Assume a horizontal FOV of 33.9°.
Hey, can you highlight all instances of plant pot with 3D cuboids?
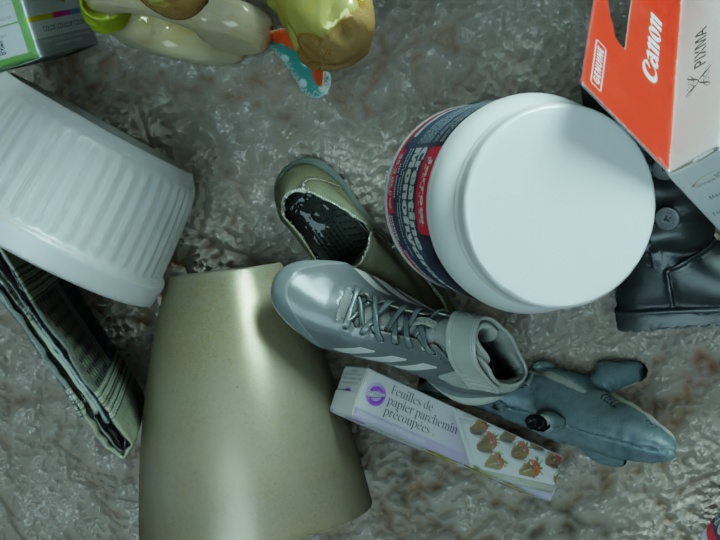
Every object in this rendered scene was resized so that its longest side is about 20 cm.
[{"bbox_3d":[-0.094,0.099,0.938,0.186,0.187,0.201,-7,91,12],"label":"plant pot"}]

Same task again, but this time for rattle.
[{"bbox_3d":[-0.099,-0.217,0.878,0.199,0.130,0.144,9,65,22],"label":"rattle"}]

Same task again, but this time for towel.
[{"bbox_3d":[-0.235,0.049,0.926,0.034,0.200,0.193,-32,98,-4],"label":"towel"}]

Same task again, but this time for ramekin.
[{"bbox_3d":[-0.220,-0.066,0.893,0.199,0.200,0.105,30,91,1],"label":"ramekin"}]

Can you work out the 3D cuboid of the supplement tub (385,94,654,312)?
[{"bbox_3d":[0.102,-0.047,0.810,0.139,0.200,0.141,-1,95,-11],"label":"supplement tub"}]

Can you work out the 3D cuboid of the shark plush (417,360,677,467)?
[{"bbox_3d":[0.148,0.101,0.927,0.199,0.083,0.091,23,109,3],"label":"shark plush"}]

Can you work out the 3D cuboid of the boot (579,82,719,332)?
[{"bbox_3d":[0.257,-0.062,0.876,0.164,0.066,0.201,-8,100,11],"label":"boot"}]

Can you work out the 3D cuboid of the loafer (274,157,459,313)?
[{"bbox_3d":[0.000,0.000,0.933,0.200,0.070,0.075,45,109,-4],"label":"loafer"}]

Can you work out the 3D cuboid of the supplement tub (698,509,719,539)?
[{"bbox_3d":[0.361,0.178,0.880,0.140,0.140,0.201,31,109,1],"label":"supplement tub"}]

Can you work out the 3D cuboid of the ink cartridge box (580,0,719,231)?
[{"bbox_3d":[0.221,-0.134,0.763,0.043,0.201,0.173,-27,123,39],"label":"ink cartridge box"}]

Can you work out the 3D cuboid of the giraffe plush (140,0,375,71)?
[{"bbox_3d":[-0.085,-0.212,0.711,0.161,0.173,0.201,-10,98,-1],"label":"giraffe plush"}]

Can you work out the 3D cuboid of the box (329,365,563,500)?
[{"bbox_3d":[0.071,0.129,0.926,0.199,0.041,0.039,27,76,-26],"label":"box"}]

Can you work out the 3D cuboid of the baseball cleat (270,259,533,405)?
[{"bbox_3d":[0.036,0.037,0.861,0.199,0.106,0.070,23,69,-17],"label":"baseball cleat"}]

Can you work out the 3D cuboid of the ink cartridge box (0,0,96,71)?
[{"bbox_3d":[-0.274,-0.256,0.893,0.059,0.104,0.201,-13,103,13],"label":"ink cartridge box"}]
